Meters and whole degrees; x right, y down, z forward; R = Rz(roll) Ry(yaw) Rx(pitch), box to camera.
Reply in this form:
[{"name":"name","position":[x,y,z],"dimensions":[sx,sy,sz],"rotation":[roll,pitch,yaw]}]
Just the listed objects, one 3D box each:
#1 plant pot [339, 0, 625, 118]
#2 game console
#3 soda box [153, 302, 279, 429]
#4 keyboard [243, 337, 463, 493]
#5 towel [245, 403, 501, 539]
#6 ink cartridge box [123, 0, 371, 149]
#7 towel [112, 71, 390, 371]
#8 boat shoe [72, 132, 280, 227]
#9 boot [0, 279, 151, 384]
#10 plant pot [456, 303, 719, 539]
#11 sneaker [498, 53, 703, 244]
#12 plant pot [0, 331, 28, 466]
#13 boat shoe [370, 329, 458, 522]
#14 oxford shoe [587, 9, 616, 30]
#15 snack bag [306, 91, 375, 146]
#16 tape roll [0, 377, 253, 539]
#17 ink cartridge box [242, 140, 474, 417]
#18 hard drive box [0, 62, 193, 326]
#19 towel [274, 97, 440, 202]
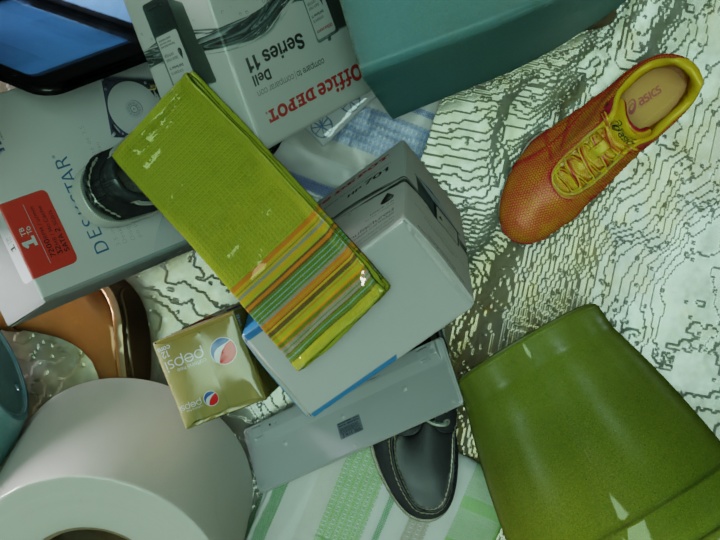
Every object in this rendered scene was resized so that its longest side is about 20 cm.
[{"name":"plant pot","position":[0.087,-0.220,0.939],"dimensions":[0.199,0.141,0.142],"rotation":[-17,81,8]},{"name":"game console","position":[-0.232,-0.223,0.989],"dimensions":[0.200,0.116,0.177],"rotation":[23,94,32]},{"name":"soda box","position":[-0.094,0.063,0.993],"dimensions":[0.064,0.200,0.068],"rotation":[-21,92,8]},{"name":"keyboard","position":[-0.010,0.117,1.038],"dimensions":[0.200,0.011,0.056],"rotation":[-27,73,25]},{"name":"towel","position":[0.015,0.204,1.081],"dimensions":[0.199,0.031,0.150],"rotation":[21,95,2]},{"name":"ink cartridge box","position":[-0.086,-0.193,0.923],"dimensions":[0.083,0.147,0.201],"rotation":[-5,112,40]},{"name":"towel","position":[-0.076,-0.033,0.867],"dimensions":[0.086,0.018,0.200],"rotation":[-44,83,12]},{"name":"boat shoe","position":[-0.120,-0.088,0.979],"dimensions":[0.200,0.060,0.076],"rotation":[-36,98,-39]},{"name":"boot","position":[-0.264,0.033,1.066],"dimensions":[0.155,0.077,0.201],"rotation":[-16,96,7]},{"name":"plant pot","position":[0.174,0.137,1.001],"dimensions":[0.200,0.200,0.193],"rotation":[-30,79,4]},{"name":"sneaker","position":[0.184,-0.101,1.032],"dimensions":[0.073,0.077,0.200],"rotation":[43,96,-1]},{"name":"plant pot","position":[-0.340,0.101,1.011],"dimensions":[0.134,0.200,0.201],"rotation":[-24,92,4]},{"name":"boat shoe","position":[0.042,0.103,1.044],"dimensions":[0.072,0.063,0.201],"rotation":[-5,84,-7]},{"name":"oxford shoe","position":[0.149,-0.279,1.038],"dimensions":[0.070,0.075,0.201],"rotation":[-23,77,41]},{"name":"snack bag","position":[-0.018,-0.233,1.041],"dimensions":[0.200,0.021,0.189],"rotation":[-41,91,1]},{"name":"tape roll","position":[-0.190,0.203,1.008],"dimensions":[0.202,0.139,0.203],"rotation":[1,116,2]},{"name":"ink cartridge box","position":[0.000,0.000,0.969],"dimensions":[0.146,0.200,0.086],"rotation":[-36,107,13]},{"name":"hard drive box","position":[-0.205,-0.069,0.999],"dimensions":[0.200,0.077,0.156],"rotation":[-27,92,-39]},{"name":"towel","position":[-0.009,-0.145,1.067],"dimensions":[0.146,0.024,0.201],"rotation":[21,94,1]}]
